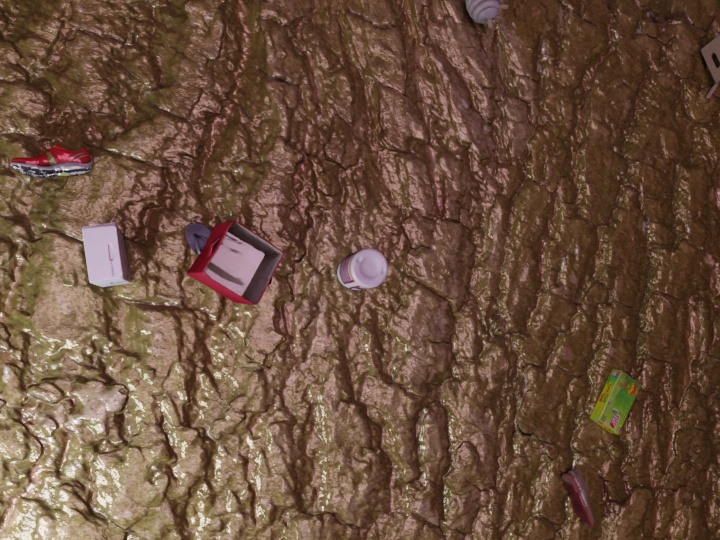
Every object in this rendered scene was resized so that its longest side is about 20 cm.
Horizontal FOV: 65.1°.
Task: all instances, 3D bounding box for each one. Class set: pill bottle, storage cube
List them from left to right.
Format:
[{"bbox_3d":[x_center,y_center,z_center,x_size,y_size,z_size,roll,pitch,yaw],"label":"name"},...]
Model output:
[{"bbox_3d":[-0.352,-0.017,1.585,0.199,0.179,0.172,34,72,-26],"label":"storage cube"},{"bbox_3d":[0.000,0.000,1.700,0.113,0.200,0.115,1,85,-17],"label":"pill bottle"}]

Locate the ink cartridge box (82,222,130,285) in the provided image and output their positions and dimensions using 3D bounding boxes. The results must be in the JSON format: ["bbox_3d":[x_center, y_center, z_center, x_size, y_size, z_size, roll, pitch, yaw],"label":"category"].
[{"bbox_3d":[-0.673,-0.037,1.501,0.084,0.200,0.148,-9,88,-17],"label":"ink cartridge box"}]

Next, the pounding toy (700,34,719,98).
[{"bbox_3d":[1.470,-0.824,2.261,0.182,0.142,0.202,-13,78,-18],"label":"pounding toy"}]

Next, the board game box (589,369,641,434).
[{"bbox_3d":[0.911,0.468,2.014,0.101,0.048,0.201,34,77,-12],"label":"board game box"}]

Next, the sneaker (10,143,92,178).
[{"bbox_3d":[-0.845,-0.304,1.545,0.198,0.077,0.086,-6,82,-28],"label":"sneaker"}]

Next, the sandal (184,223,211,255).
[{"bbox_3d":[-0.445,-0.052,1.652,0.076,0.043,0.201,-30,94,-17],"label":"sandal"}]

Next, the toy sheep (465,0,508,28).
[{"bbox_3d":[0.430,-0.924,1.945,0.137,0.138,0.202,-8,70,-17],"label":"toy sheep"}]

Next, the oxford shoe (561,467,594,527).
[{"bbox_3d":[0.766,0.778,1.934,0.074,0.070,0.202,-23,93,-22],"label":"oxford shoe"}]
